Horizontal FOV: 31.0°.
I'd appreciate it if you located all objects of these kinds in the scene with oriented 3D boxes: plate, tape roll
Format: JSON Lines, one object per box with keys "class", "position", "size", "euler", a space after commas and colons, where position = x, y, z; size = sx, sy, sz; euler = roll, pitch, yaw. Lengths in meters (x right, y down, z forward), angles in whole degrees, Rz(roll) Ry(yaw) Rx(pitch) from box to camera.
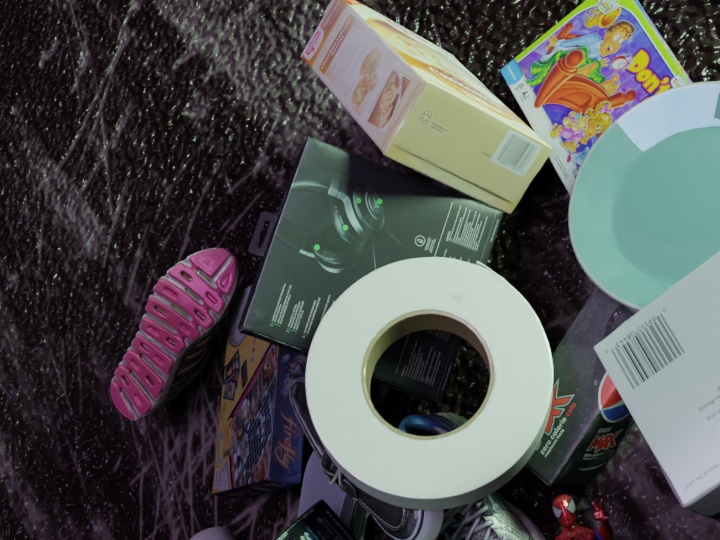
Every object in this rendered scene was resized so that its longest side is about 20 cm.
{"class": "plate", "position": [0.257, -0.054, 1.008], "size": [0.197, 0.026, 0.203], "euler": [-14, 60, 25]}
{"class": "tape roll", "position": [0.055, 0.087, 1.034], "size": [0.199, 0.037, 0.206], "euler": [-3, 65, 6]}

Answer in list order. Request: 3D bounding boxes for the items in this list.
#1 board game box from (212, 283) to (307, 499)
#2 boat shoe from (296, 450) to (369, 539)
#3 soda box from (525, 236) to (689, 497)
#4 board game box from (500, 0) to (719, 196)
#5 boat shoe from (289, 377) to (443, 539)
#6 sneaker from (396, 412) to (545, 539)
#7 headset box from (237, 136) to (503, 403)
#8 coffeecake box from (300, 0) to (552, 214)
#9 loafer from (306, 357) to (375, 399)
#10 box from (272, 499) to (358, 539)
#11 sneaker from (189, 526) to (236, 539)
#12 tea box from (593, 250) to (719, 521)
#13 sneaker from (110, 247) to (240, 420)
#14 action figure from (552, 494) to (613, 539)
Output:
{"class": "board game box", "position": [-0.093, 0.109, 1.242], "size": [0.135, 0.034, 0.203], "euler": [-27, 55, 58]}
{"class": "boat shoe", "position": [-0.030, 0.257, 1.154], "size": [0.073, 0.068, 0.202], "euler": [-6, 64, 36]}
{"class": "soda box", "position": [0.199, 0.079, 1.050], "size": [0.071, 0.063, 0.202], "euler": [37, 98, 39]}
{"class": "board game box", "position": [0.221, -0.137, 1.124], "size": [0.134, 0.045, 0.202], "euler": [-38, 55, 20]}
{"class": "boat shoe", "position": [-0.004, 0.158, 1.082], "size": [0.200, 0.070, 0.073], "euler": [45, 120, 49]}
{"class": "sneaker", "position": [0.084, 0.201, 1.078], "size": [0.077, 0.085, 0.201], "euler": [-44, 53, 15]}
{"class": "headset box", "position": [0.000, 0.000, 1.137], "size": [0.093, 0.197, 0.177], "euler": [154, 135, -81]}
{"class": "coffeecake box", "position": [0.055, -0.151, 1.156], "size": [0.074, 0.152, 0.200], "euler": [-57, 38, 17]}
{"class": "loafer", "position": [-0.020, 0.047, 1.224], "size": [0.072, 0.072, 0.203], "euler": [3, 74, 42]}
{"class": "box", "position": [-0.002, 0.286, 1.016], "size": [0.046, 0.159, 0.200], "euler": [-43, 84, 15]}
{"class": "sneaker", "position": [-0.166, 0.344, 1.220], "size": [0.099, 0.075, 0.202], "euler": [36, 96, 41]}
{"class": "tea box", "position": [0.302, 0.068, 0.888], "size": [0.199, 0.196, 0.135], "euler": [-38, 55, 18]}
{"class": "sneaker", "position": [-0.179, 0.060, 1.324], "size": [0.073, 0.087, 0.201], "euler": [35, 105, 12]}
{"class": "action figure", "position": [0.176, 0.256, 0.979], "size": [0.064, 0.099, 0.202], "euler": [-18, 59, 7]}
